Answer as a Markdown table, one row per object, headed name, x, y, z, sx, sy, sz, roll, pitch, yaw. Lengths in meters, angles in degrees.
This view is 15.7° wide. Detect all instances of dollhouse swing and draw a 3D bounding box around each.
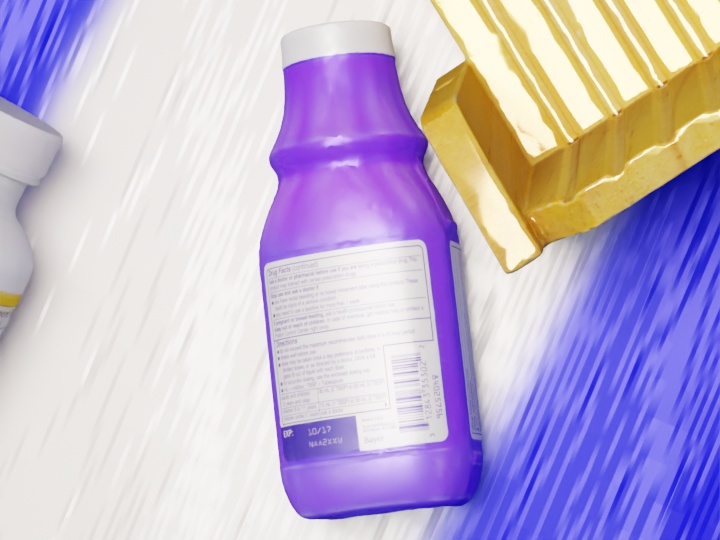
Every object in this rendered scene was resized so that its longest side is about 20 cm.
| name | x | y | z | sx | sy | sz | roll | pitch | yaw |
| --- | --- | --- | --- | --- | --- | --- | --- | --- | --- |
| dollhouse swing | 0.097 | -0.138 | 1.007 | 0.200 | 0.182 | 0.176 | -32 | 97 | 12 |

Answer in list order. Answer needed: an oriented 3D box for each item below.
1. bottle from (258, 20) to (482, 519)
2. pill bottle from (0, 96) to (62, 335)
| name | x | y | z | sx | sy | sz | roll | pitch | yaw |
| --- | --- | --- | --- | --- | --- | --- | --- | --- | --- |
| bottle | 0.000 | 0.000 | 1.067 | 0.083 | 0.065 | 0.201 | -9 | 82 | 15 |
| pill bottle | -0.208 | 0.013 | 1.103 | 0.112 | 0.112 | 0.200 | 29 | 93 | 17 |
